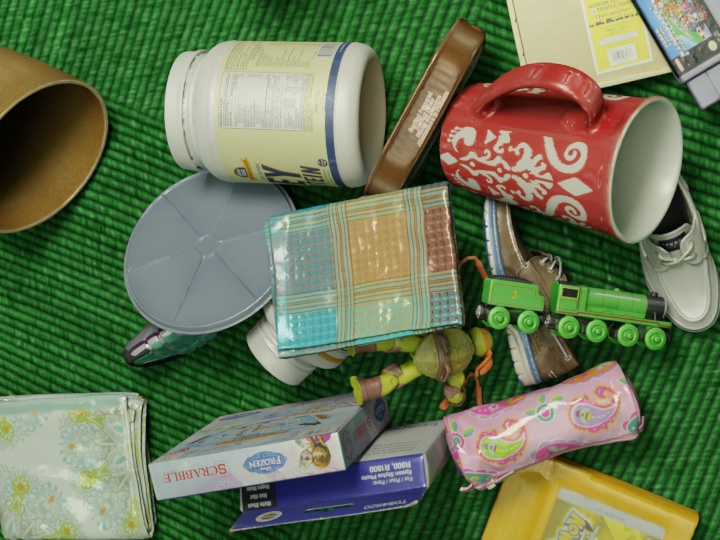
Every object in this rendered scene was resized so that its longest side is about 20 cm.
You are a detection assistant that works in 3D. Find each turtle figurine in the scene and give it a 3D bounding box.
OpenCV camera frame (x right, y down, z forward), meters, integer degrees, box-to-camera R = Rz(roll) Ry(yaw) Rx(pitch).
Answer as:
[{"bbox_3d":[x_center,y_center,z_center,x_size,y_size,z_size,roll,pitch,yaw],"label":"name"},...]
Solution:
[{"bbox_3d":[0.071,0.092,1.229,0.161,0.064,0.201,-12,118,-13],"label":"turtle figurine"}]

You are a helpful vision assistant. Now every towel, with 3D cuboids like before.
[{"bbox_3d":[0.000,0.000,1.181,0.199,0.022,0.147,-11,78,23],"label":"towel"},{"bbox_3d":[-0.334,0.227,1.400,0.199,0.048,0.172,-3,95,15],"label":"towel"}]

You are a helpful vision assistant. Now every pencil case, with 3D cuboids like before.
[{"bbox_3d":[0.184,0.158,1.229,0.199,0.087,0.088,-20,92,6],"label":"pencil case"}]

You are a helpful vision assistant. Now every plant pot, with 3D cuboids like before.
[{"bbox_3d":[-0.411,-0.171,1.316,0.200,0.186,0.187,36,104,21],"label":"plant pot"}]

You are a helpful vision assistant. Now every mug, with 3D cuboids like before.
[{"bbox_3d":[0.183,-0.131,1.147,0.200,0.133,0.178,17,128,39],"label":"mug"}]

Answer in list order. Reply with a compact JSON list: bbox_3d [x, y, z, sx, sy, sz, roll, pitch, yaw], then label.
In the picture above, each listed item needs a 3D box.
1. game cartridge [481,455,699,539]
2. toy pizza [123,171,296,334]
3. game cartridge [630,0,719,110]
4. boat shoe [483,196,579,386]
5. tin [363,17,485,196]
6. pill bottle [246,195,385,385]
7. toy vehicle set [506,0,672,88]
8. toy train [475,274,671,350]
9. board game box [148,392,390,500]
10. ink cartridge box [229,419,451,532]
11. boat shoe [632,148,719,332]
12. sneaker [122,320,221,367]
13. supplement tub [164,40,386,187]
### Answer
[{"bbox_3d":[0.228,0.296,1.274,0.199,0.032,0.177,20,101,11],"label":"game cartridge"},{"bbox_3d":[-0.156,-0.020,1.288,0.200,0.032,0.201,-8,60,14],"label":"toy pizza"},{"bbox_3d":[0.327,-0.268,1.152,0.129,0.038,0.200,-31,89,11],"label":"game cartridge"},{"bbox_3d":[0.175,0.015,1.239,0.072,0.072,0.201,-13,103,11],"label":"boat shoe"},{"bbox_3d":[0.066,-0.156,1.216,0.042,0.112,0.200,29,98,0],"label":"tin"},{"bbox_3d":[-0.025,0.025,1.265,0.109,0.109,0.200,46,104,5],"label":"pill bottle"},{"bbox_3d":[0.252,-0.247,1.204,0.199,0.027,0.125,-11,94,15],"label":"toy vehicle set"},{"bbox_3d":[0.211,0.040,1.191,0.199,0.042,0.057,7,91,-9],"label":"toy train"},{"bbox_3d":[-0.087,0.176,1.253,0.199,0.199,0.041,-11,94,16],"label":"board game box"},{"bbox_3d":[-0.016,0.204,1.238,0.199,0.200,0.041,-11,94,15],"label":"ink cartridge box"},{"bbox_3d":[0.303,-0.031,1.197,0.073,0.065,0.201,-21,91,15],"label":"boat shoe"},{"bbox_3d":[-0.183,0.029,1.337,0.200,0.074,0.088,-31,70,9],"label":"sneaker"},{"bbox_3d":[-0.084,-0.160,1.239,0.199,0.145,0.146,3,98,14],"label":"supplement tub"}]
